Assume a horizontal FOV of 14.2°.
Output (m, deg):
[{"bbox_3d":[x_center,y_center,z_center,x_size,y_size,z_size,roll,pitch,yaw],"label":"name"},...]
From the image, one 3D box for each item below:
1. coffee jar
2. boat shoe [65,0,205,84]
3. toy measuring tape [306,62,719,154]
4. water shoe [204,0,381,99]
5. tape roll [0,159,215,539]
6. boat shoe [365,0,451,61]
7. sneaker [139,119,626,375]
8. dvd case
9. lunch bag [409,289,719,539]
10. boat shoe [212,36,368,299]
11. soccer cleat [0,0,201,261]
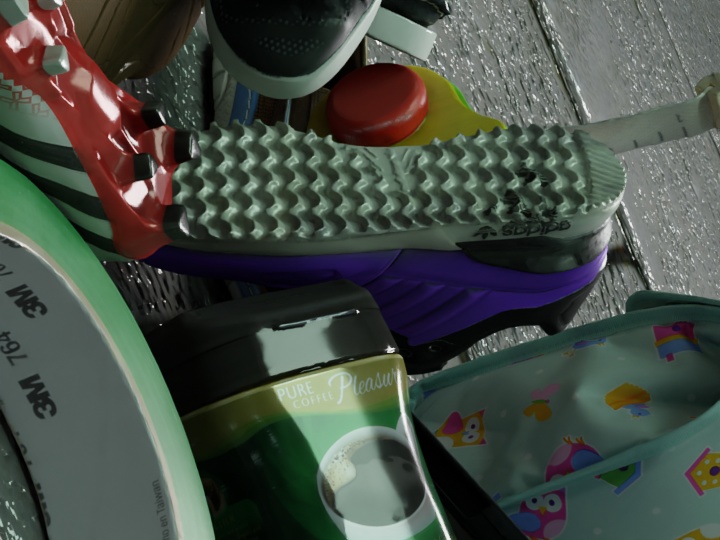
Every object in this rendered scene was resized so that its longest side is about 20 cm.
[{"bbox_3d":[-0.013,0.104,1.037,0.104,0.085,0.200,-11,78,-44],"label":"coffee jar"},{"bbox_3d":[-0.110,-0.104,1.085,0.063,0.073,0.200,30,10,7],"label":"boat shoe"},{"bbox_3d":[0.049,-0.060,1.174,0.074,0.200,0.074,-16,90,-86],"label":"toy measuring tape"},{"bbox_3d":[-0.010,-0.165,1.101,0.079,0.071,0.200,83,26,-81],"label":"water shoe"},{"bbox_3d":[-0.109,0.061,0.883,0.200,0.048,0.201,56,20,-32],"label":"tape roll"},{"bbox_3d":[-0.032,-0.151,1.206,0.200,0.060,0.076,32,5,32],"label":"boat shoe"},{"bbox_3d":[0.000,0.000,1.126,0.070,0.200,0.100,-97,-170,-48],"label":"sneaker"},{"bbox_3d":[0.053,0.124,1.130,0.143,0.018,0.200,63,-9,-32],"label":"dvd case"},{"bbox_3d":[0.139,0.106,1.326,0.170,0.200,0.122,55,21,-32],"label":"lunch bag"},{"bbox_3d":[-0.022,-0.044,1.244,0.072,0.072,0.200,51,23,-44],"label":"boat shoe"},{"bbox_3d":[-0.123,-0.069,0.931,0.200,0.085,0.069,58,29,-47],"label":"soccer cleat"}]
